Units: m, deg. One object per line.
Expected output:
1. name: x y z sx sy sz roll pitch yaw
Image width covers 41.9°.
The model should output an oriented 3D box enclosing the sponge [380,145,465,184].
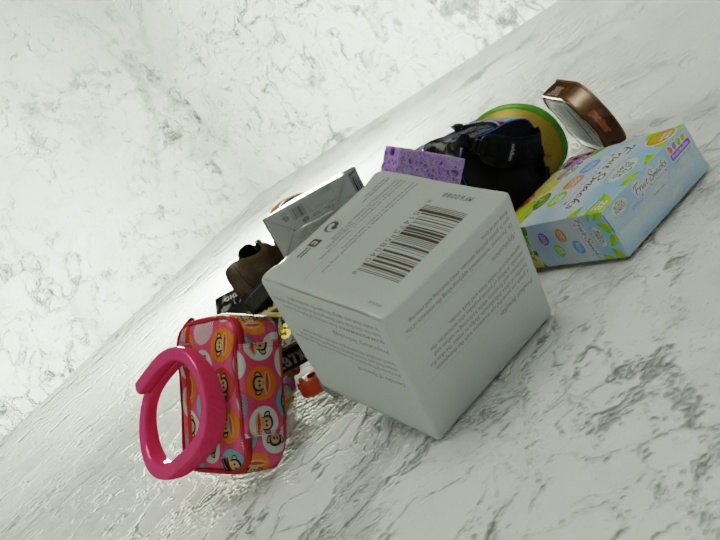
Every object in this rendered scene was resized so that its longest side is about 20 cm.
1. sponge: 0.058 -0.044 1.126 0.111 0.201 0.030 4 10 -42

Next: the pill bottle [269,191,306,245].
1. pill bottle: -0.072 -0.024 1.509 0.106 0.200 0.106 -22 21 9

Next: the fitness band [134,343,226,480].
1. fitness band: -0.231 0.178 1.177 0.037 0.144 0.200 0 -32 -39

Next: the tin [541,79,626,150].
1. tin: 0.326 -0.226 1.382 0.042 0.112 0.200 -46 11 7

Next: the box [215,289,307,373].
1. box: -0.103 0.062 1.313 0.200 0.049 0.160 -27 44 11

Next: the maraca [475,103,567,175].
1. maraca: 0.214 -0.177 1.407 0.200 0.137 0.107 -20 24 40

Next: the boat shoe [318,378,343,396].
1. boat shoe: 0.029 0.104 1.122 0.201 0.075 0.065 -22 20 24

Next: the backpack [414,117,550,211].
1. backpack: 0.168 -0.115 1.263 0.190 0.201 0.154 -28 28 -36

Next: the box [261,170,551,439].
1. box: 0.051 0.027 0.987 0.199 0.172 0.200 -44 36 -25

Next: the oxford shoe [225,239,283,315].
1. oxford shoe: -0.111 -0.011 1.228 0.073 0.084 0.200 -47 -7 20

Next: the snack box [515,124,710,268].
1. snack box: 0.277 -0.081 1.103 0.169 0.068 0.200 -43 16 -24

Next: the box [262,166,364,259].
1. box: -0.047 -0.074 1.173 0.116 0.060 0.200 -28 7 5

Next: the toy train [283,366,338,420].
1. toy train: -0.081 0.158 1.283 0.150 0.056 0.200 -31 10 -10

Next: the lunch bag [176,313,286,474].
1. lunch bag: -0.174 0.156 1.201 0.082 0.201 0.176 1 -8 -40
